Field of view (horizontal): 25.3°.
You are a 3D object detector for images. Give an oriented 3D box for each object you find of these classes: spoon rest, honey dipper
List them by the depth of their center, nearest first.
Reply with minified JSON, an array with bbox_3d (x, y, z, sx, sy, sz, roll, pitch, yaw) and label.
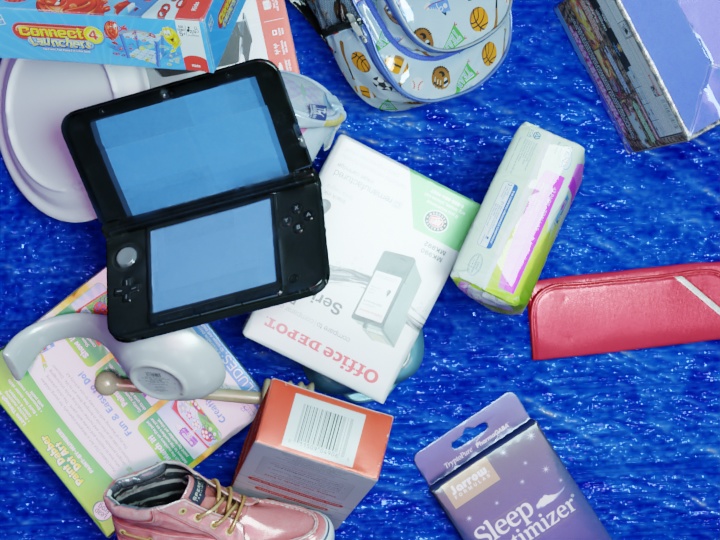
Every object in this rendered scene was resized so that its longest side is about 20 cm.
[{"bbox_3d":[-0.212,0.072,1.411,0.199,0.100,0.061,4,50,15],"label":"spoon rest"},{"bbox_3d":[-0.142,0.113,1.455,0.199,0.038,0.038,4,91,-1],"label":"honey dipper"}]

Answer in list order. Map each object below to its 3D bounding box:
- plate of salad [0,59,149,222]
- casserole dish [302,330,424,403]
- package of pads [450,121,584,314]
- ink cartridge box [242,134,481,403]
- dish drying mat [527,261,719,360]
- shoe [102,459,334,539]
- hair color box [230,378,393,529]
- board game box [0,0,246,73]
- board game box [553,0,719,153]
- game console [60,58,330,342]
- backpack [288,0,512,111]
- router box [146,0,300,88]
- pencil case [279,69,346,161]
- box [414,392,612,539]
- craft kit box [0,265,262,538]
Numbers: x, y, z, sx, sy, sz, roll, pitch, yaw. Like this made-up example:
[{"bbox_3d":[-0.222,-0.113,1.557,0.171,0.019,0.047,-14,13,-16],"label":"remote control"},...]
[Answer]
[{"bbox_3d":[-0.254,-0.144,1.438,0.200,0.048,0.201,5,99,35],"label":"plate of salad"},{"bbox_3d":[-0.007,0.026,1.501,0.121,0.039,0.201,-11,93,-3],"label":"casserole dish"},{"bbox_3d":[0.142,-0.038,1.428,0.068,0.200,0.155,24,90,9],"label":"package of pads"},{"bbox_3d":[0.000,0.000,1.439,0.146,0.084,0.200,26,90,-4],"label":"ink cartridge box"},{"bbox_3d":[0.259,0.038,1.530,0.199,0.018,0.077,-6,93,-4],"label":"dish drying mat"},{"bbox_3d":[-0.127,0.220,1.421,0.199,0.072,0.091,-3,132,11],"label":"shoe"},{"bbox_3d":[-0.048,0.166,1.416,0.111,0.200,0.064,18,66,-5],"label":"hair color box"},{"bbox_3d":[-0.194,-0.261,1.380,0.195,0.056,0.200,5,48,13],"label":"board game box"},{"bbox_3d":[0.270,-0.201,1.434,0.097,0.200,0.160,-28,94,-4],"label":"board game box"},{"bbox_3d":[-0.140,-0.056,1.336,0.199,0.118,0.171,-15,56,12],"label":"game console"},{"bbox_3d":[0.051,-0.244,1.437,0.200,0.154,0.191,-29,109,-22],"label":"backpack"},{"bbox_3d":[-0.151,-0.202,1.479,0.179,0.049,0.201,-13,92,-4],"label":"router box"},{"bbox_3d":[-0.089,-0.082,1.433,0.091,0.083,0.200,4,125,-41],"label":"pencil case"},{"bbox_3d":[0.151,0.229,1.520,0.121,0.032,0.200,-34,92,-3],"label":"box"},{"bbox_3d":[-0.218,0.108,1.485,0.197,0.049,0.200,-38,93,-5],"label":"craft kit box"}]
